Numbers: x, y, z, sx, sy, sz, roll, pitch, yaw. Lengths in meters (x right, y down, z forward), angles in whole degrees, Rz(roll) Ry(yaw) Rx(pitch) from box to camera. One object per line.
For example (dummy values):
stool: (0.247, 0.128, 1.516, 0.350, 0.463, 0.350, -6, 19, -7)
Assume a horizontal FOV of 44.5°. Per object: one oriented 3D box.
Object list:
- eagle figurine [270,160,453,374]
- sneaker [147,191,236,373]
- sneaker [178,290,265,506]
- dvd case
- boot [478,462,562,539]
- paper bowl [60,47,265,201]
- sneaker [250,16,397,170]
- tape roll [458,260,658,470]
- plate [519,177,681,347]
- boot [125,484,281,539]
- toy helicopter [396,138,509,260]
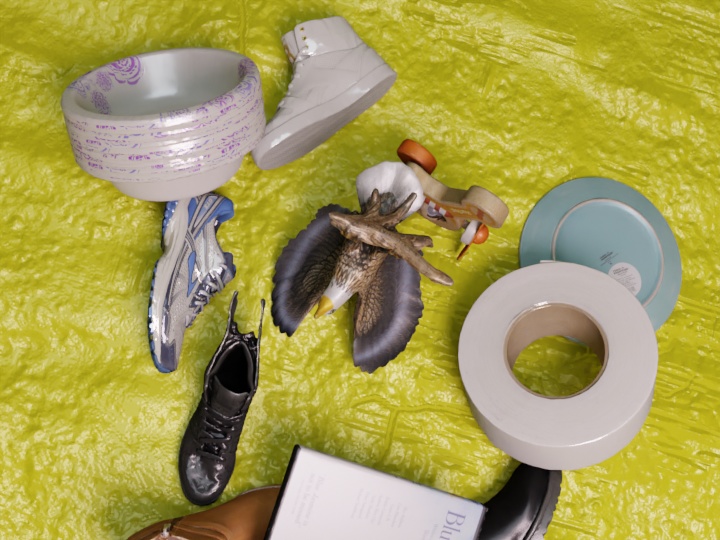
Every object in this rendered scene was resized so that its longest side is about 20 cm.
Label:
eagle figurine: (-0.006, 0.003, 0.878, 0.148, 0.201, 0.154, -16, 69, -19)
sneaker: (-0.170, 0.006, 0.907, 0.083, 0.077, 0.204, 10, 76, -10)
sneaker: (-0.135, 0.128, 0.865, 0.059, 0.104, 0.204, 16, 75, -4)
dvd case: (0.008, 0.258, 0.809, 0.197, 0.018, 0.145, 20, 86, -15)
boot: (0.096, 0.247, 0.884, 0.157, 0.080, 0.213, 35, 75, 1)
paper bowl: (-0.194, -0.145, 0.894, 0.196, 0.106, 0.202, -3, 33, 2)
sneaker: (-0.067, -0.203, 0.978, 0.199, 0.074, 0.116, -37, 82, -24)
tape roll: (0.200, 0.094, 0.901, 0.198, 0.071, 0.206, -7, 58, 11)
plate: (0.278, -0.013, 1.003, 0.195, 0.026, 0.205, 2, 76, -8)
boot: (-0.127, 0.251, 0.810, 0.196, 0.155, 0.075, -17, 79, -12)
toy helicopter: (0.096, -0.062, 0.903, 0.132, 0.199, 0.079, 40, 83, -21)
